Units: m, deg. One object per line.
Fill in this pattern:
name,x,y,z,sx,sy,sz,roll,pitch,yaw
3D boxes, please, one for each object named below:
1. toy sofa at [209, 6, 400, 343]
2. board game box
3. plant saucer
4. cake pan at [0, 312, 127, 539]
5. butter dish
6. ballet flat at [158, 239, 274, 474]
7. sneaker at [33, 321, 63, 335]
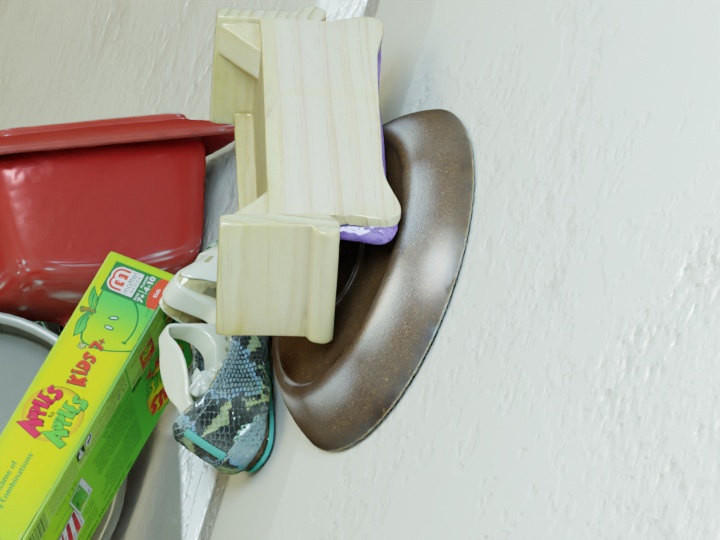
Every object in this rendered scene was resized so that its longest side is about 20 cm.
toy sofa,-0.033,-0.056,1.660,0.200,0.097,0.083,-95,9,-48
board game box,-0.172,0.100,1.822,0.200,0.048,0.102,-61,-18,-27
plant saucer,0.000,0.000,1.658,0.200,0.032,0.200,-49,29,39
cake pan,-0.247,0.125,1.931,0.037,0.200,0.201,12,-81,-87
butter dish,-0.186,-0.015,1.961,0.199,0.200,0.148,-19,80,63
ballet flat,-0.087,0.034,1.786,0.074,0.074,0.200,-55,25,33
sneaker,-0.205,0.056,2.042,0.079,0.075,0.200,-68,22,-1
